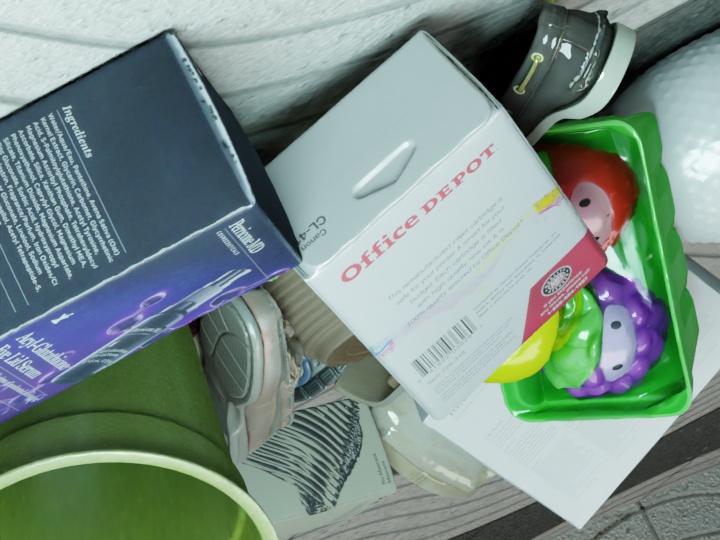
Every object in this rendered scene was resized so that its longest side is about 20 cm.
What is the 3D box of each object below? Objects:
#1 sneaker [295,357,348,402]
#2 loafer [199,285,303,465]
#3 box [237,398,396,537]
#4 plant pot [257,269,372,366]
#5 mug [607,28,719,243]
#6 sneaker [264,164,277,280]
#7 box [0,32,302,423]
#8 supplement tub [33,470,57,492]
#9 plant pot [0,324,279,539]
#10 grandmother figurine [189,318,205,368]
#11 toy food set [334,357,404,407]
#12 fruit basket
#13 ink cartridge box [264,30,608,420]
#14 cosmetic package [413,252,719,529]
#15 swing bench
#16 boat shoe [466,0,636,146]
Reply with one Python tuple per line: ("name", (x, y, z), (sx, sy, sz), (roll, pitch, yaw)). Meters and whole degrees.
("sneaker", (-0.065, 0.068, 1.936), (0.200, 0.075, 0.087), (-29, 179, 38))
("loafer", (-0.067, 0.060, 1.696), (0.063, 0.072, 0.200), (-23, 157, -20))
("box", (-0.076, 0.153, 1.887), (0.199, 0.083, 0.068), (-12, 166, -40))
("plant pot", (0.000, 0.000, 1.730), (0.200, 0.093, 0.201), (-26, 165, -7))
("mug", (0.260, -0.100, 1.796), (0.174, 0.148, 0.200), (-18, -164, -3))
("sneaker", (-0.090, -0.029, 1.525), (0.200, 0.083, 0.077), (-25, 131, -71))
("box", (-0.146, -0.018, 1.359), (0.199, 0.105, 0.148), (-28, 166, 3))
("supplement tub", (-0.231, 0.158, 1.636), (0.145, 0.201, 0.145), (-25, 167, -6))
("plant pot", (-0.153, 0.107, 1.510), (0.199, 0.191, 0.201), (-5, 132, -5))
("grandmother figurine", (-0.145, 0.041, 1.681), (0.121, 0.061, 0.200), (-22, 166, 17))
("toy food set", (0.065, 0.001, 1.877), (0.144, 0.060, 0.200), (-50, -179, -42))
("fruit basket", (0.120, 0.009, 1.667), (0.155, 0.217, 0.215), (-4, 178, 28))
("ink cartridge box", (0.041, -0.023, 1.511), (0.147, 0.086, 0.200), (-41, 143, -1))
("cosmetic package", (0.156, 0.061, 1.829), (0.200, 0.150, 0.052), (-50, -157, 13))
("swing bench", (0.128, 0.065, 1.986), (0.199, 0.130, 0.200), (-35, -169, 34))
("boat shoe", (0.095, -0.115, 1.561), (0.060, 0.072, 0.201), (25, 160, -14))
